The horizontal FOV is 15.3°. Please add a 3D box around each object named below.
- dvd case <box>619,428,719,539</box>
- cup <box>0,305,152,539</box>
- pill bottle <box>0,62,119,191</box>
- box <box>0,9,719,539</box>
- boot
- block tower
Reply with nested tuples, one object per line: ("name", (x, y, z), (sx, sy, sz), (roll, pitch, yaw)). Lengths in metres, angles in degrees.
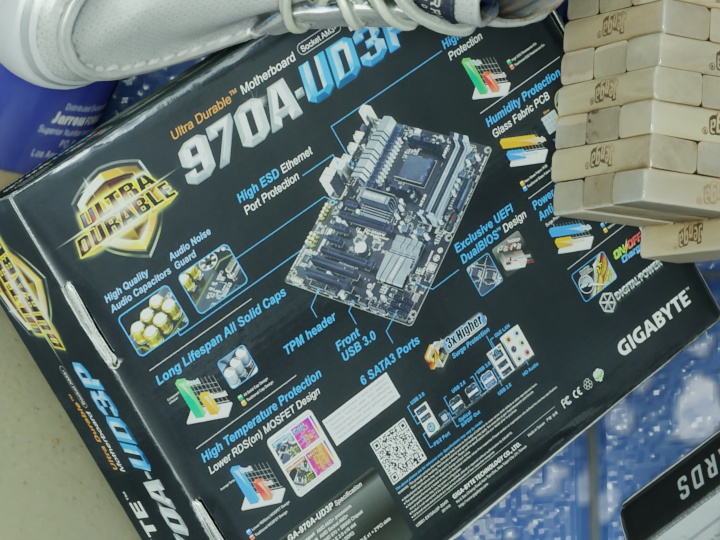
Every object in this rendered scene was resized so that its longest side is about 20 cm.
("dvd case", (0.208, 0.071, 0.888), (0.199, 0.025, 0.150), (18, 136, -32))
("cup", (-0.154, 0.067, 0.835), (0.199, 0.200, 0.144), (-12, 82, -3))
("pill bottle", (-0.104, -0.123, 0.803), (0.115, 0.116, 0.201), (24, 103, -14))
("box", (0.000, 0.000, 0.813), (0.200, 0.046, 0.160), (-36, 101, -29))
("boot", (-0.003, -0.097, 0.755), (0.200, 0.095, 0.074), (-34, 141, -23))
("block tower", (0.100, -0.106, 0.821), (0.058, 0.054, 0.201), (6, 84, -29))
